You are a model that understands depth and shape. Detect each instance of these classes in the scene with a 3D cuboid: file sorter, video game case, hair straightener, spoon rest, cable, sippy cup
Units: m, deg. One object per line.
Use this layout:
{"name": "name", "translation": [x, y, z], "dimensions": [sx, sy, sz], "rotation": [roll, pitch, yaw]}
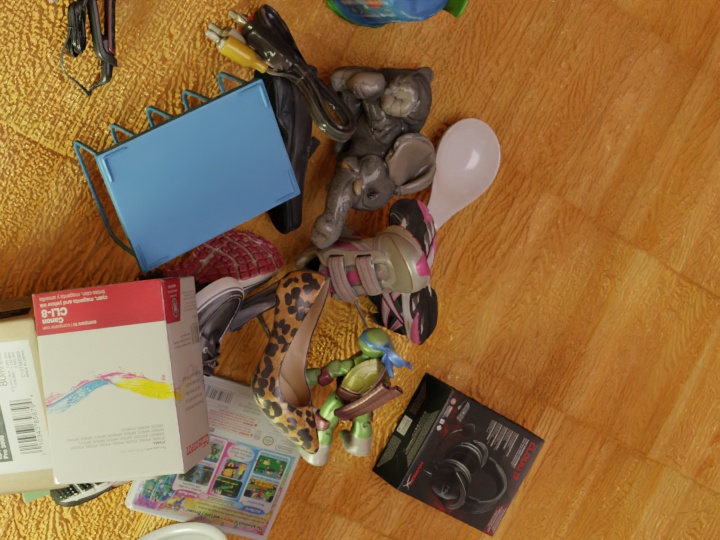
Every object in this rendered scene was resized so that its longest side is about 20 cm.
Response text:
{"name": "file sorter", "translation": [-0.195, -0.115, 1.641], "dimensions": [0.199, 0.123, 0.140], "rotation": [-28, 116, -20]}
{"name": "video game case", "translation": [-0.166, 0.225, 1.818], "dimensions": [0.199, 0.024, 0.183], "rotation": [20, 94, -33]}
{"name": "hair straightener", "translation": [-0.297, -0.284, 1.590], "dimensions": [0.076, 0.041, 0.202], "rotation": [-6, 112, -28]}
{"name": "spoon rest", "translation": [0.102, -0.100, 1.851], "dimensions": [0.200, 0.061, 0.099], "rotation": [-50, 122, -6]}
{"name": "cable", "translation": [-0.081, -0.222, 1.673], "dimensions": [0.200, 0.050, 0.097], "rotation": [44, 38, -7]}
{"name": "sippy cup", "translation": [0.039, -0.340, 1.702], "dimensions": [0.177, 0.130, 0.141], "rotation": [-20, 114, -23]}

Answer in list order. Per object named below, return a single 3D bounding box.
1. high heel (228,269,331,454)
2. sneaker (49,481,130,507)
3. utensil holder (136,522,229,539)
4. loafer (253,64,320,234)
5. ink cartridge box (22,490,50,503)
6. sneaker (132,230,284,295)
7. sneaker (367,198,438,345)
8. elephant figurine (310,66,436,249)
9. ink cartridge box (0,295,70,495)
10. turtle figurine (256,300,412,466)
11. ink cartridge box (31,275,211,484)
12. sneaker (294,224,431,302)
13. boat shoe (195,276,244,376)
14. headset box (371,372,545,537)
{"name": "high heel", "translation": [-0.059, 0.103, 1.703], "dimensions": [0.201, 0.142, 0.071], "rotation": [63, 26, -2]}
{"name": "sneaker", "translation": [-0.260, 0.218, 1.709], "dimensions": [0.199, 0.074, 0.080], "rotation": [-30, 138, -13]}
{"name": "utensil holder", "translation": [-0.200, 0.431, 1.776], "dimensions": [0.169, 0.170, 0.201], "rotation": [-30, 118, -19]}
{"name": "loafer", "translation": [-0.076, -0.143, 1.732], "dimensions": [0.072, 0.073, 0.202], "rotation": [-10, 110, -30]}
{"name": "ink cartridge box", "translation": [-0.330, 0.159, 1.693], "dimensions": [0.145, 0.048, 0.202], "rotation": [-18, 110, -25]}
{"name": "sneaker", "translation": [-0.181, 0.018, 1.726], "dimensions": [0.199, 0.081, 0.075], "rotation": [-23, 144, -23]}
{"name": "sneaker", "translation": [0.040, 0.003, 1.812], "dimensions": [0.080, 0.086, 0.201], "rotation": [-51, 147, -49]}
{"name": "elephant figurine", "translation": [0.016, -0.135, 1.756], "dimensions": [0.154, 0.142, 0.202], "rotation": [1, 103, -7]}
{"name": "ink cartridge box", "translation": [-0.399, 0.137, 1.590], "dimensions": [0.163, 0.075, 0.202], "rotation": [-8, 109, 2]}
{"name": "turtle figurine", "translation": [-0.029, 0.125, 1.819], "dimensions": [0.144, 0.199, 0.195], "rotation": [-42, 150, -56]}
{"name": "ink cartridge box", "translation": [-0.247, 0.114, 1.574], "dimensions": [0.143, 0.145, 0.202], "rotation": [-7, 90, 6]}
{"name": "sneaker", "translation": [0.000, 0.000, 1.732], "dimensions": [0.088, 0.199, 0.082], "rotation": [-34, 112, -34]}
{"name": "boat shoe", "translation": [-0.191, 0.099, 1.668], "dimensions": [0.200, 0.066, 0.070], "rotation": [-47, 150, 2]}
{"name": "headset box", "translation": [0.137, 0.247, 1.964], "dimensions": [0.199, 0.077, 0.150], "rotation": [31, 88, -31]}
